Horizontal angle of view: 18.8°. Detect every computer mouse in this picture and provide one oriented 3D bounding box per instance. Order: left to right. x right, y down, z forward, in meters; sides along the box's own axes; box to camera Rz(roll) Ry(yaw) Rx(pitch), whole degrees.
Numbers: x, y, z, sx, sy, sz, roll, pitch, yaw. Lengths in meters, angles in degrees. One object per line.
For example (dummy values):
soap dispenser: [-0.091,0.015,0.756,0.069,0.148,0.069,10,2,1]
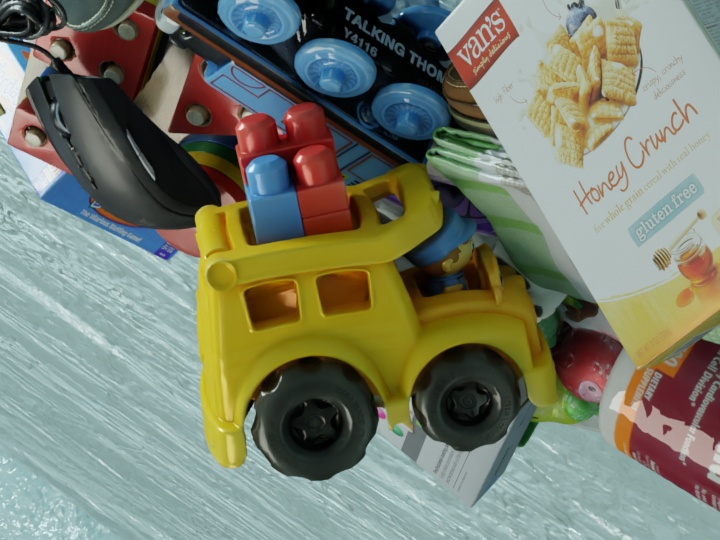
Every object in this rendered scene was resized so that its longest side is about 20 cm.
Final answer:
computer mouse: [-0.183,-0.082,1.314,0.140,0.046,0.200,-1,139,45]

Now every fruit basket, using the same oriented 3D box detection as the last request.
fruit basket: [0.128,0.056,1.416,0.200,0.094,0.185,16,148,40]

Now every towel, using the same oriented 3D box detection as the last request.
towel: [0.136,-0.007,1.145,0.200,0.031,0.149,18,156,45]

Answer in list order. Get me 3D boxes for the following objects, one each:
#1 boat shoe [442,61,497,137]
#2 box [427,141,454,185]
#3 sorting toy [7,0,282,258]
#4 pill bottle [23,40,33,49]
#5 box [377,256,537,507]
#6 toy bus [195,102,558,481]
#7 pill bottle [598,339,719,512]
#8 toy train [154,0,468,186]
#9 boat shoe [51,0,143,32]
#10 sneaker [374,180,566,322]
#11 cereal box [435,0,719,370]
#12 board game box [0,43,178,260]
boat shoe: [0.109,-0.115,1.109,0.200,0.072,0.068,-1,132,50]
box: [0.068,-0.075,1.309,0.200,0.041,0.039,18,151,49]
sorting toy: [-0.119,-0.106,1.358,0.198,0.070,0.200,26,133,1]
pill bottle: [-0.131,-0.114,1.484,0.200,0.113,0.112,45,161,-14]
box: [0.020,0.049,1.392,0.200,0.041,0.156,40,154,12]
toy bus: [0.000,0.000,1.215,0.136,0.200,0.192,-111,13,-70]
pill bottle: [0.247,0.098,1.249,0.200,0.114,0.114,30,159,24]
toy train: [-0.027,-0.123,1.230,0.200,0.087,0.114,31,144,-24]
boat shoe: [-0.148,-0.192,1.196,0.073,0.062,0.200,47,145,8]
sneaker: [0.065,-0.026,1.356,0.200,0.083,0.081,21,145,40]
cereal box: [0.129,-0.072,1.012,0.200,0.039,0.144,59,139,13]
board game box: [-0.211,-0.109,1.567,0.200,0.045,0.152,54,-166,32]
